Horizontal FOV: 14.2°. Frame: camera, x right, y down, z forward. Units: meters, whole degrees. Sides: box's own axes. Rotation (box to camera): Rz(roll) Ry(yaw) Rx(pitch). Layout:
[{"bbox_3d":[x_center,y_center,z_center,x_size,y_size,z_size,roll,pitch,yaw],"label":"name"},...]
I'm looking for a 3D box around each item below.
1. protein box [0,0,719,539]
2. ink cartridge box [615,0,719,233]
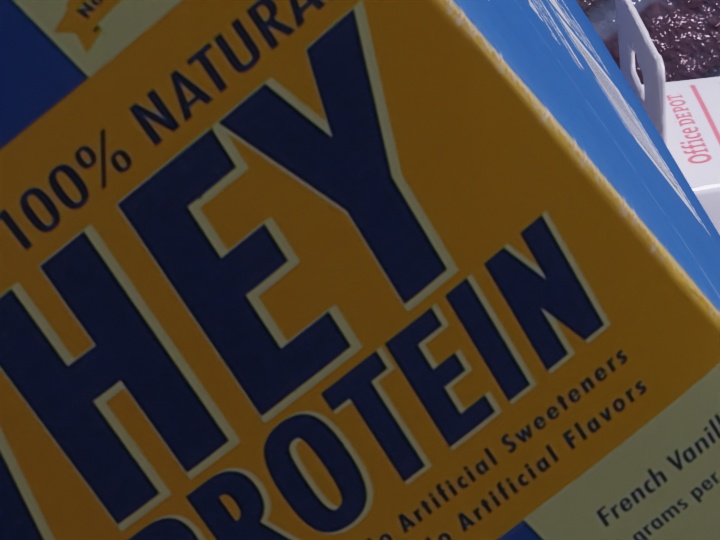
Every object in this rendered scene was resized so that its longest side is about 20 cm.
[{"bbox_3d":[-0.042,-0.031,0.503,0.200,0.135,0.199,46,12,-33],"label":"protein box"},{"bbox_3d":[0.132,0.005,0.992,0.115,0.068,0.201,-98,-179,-69],"label":"ink cartridge box"}]
